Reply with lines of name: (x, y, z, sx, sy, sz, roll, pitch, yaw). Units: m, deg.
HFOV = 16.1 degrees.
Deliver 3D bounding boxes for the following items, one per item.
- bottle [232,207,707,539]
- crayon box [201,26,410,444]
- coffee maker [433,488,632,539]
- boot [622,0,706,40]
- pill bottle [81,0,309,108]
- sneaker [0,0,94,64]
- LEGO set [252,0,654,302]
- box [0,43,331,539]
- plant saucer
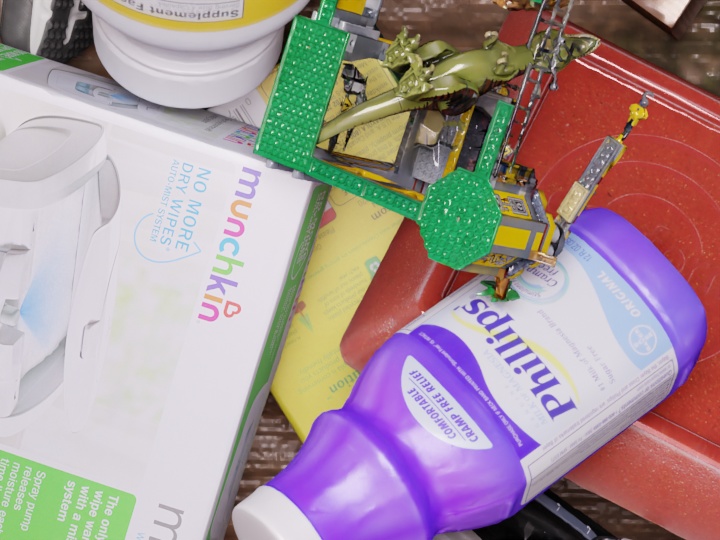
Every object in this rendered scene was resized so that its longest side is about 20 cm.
bottle: (0.041, 0.056, 0.990, 0.200, 0.065, 0.084, -34, 68, -22)
crayon box: (0.000, 0.000, 1.148, 0.127, 0.051, 0.200, -31, 93, 9)
coffee maker: (0.070, 0.163, 1.089, 0.200, 0.192, 0.135, 35, 81, 4)
boot: (0.220, -0.138, 1.104, 0.200, 0.077, 0.155, 37, 95, 9)
pill bottle: (-0.064, -0.157, 0.991, 0.112, 0.200, 0.112, 3, 54, -4)
sneaker: (-0.139, -0.190, 1.135, 0.080, 0.074, 0.201, 10, 94, 17)
LEGO set: (0.057, -0.090, 1.000, 0.153, 0.116, 0.201, 13, 93, 37)
box: (-0.122, 0.022, 1.090, 0.176, 0.097, 0.201, 19, 100, 4)
plant saucer: (0.120, -0.005, 1.090, 0.199, 0.037, 0.200, 27, 64, 1)
